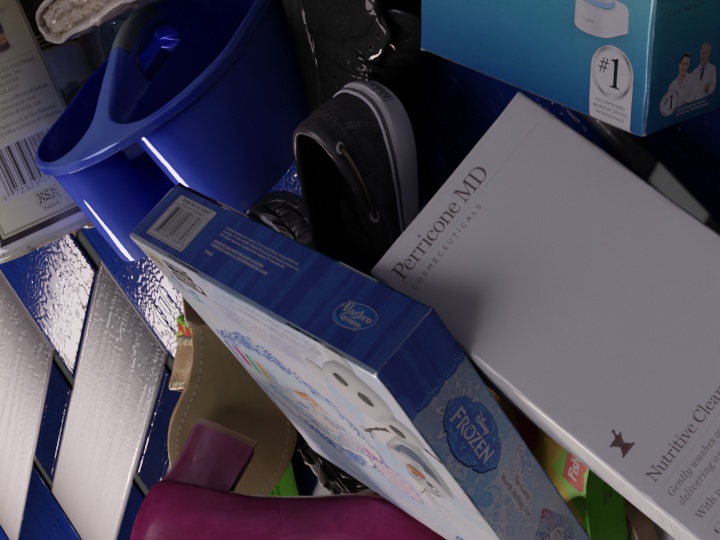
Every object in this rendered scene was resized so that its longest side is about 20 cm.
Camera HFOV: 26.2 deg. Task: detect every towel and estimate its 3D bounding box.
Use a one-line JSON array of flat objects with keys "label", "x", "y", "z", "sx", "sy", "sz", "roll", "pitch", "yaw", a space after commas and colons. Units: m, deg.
[{"label": "towel", "x": -0.098, "y": -0.185, "z": 0.898, "sx": 0.199, "sy": 0.132, "sz": 0.035, "roll": -12, "pitch": 105, "yaw": 57}]

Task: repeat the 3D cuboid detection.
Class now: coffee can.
[{"label": "coffee can", "x": -0.243, "y": -0.111, "z": 0.997, "sx": 0.146, "sy": 0.146, "sz": 0.202, "roll": -12, "pitch": 103, "yaw": 56}]

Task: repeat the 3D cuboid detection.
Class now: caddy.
[{"label": "caddy", "x": -0.106, "y": -0.100, "z": 0.893, "sx": 0.140, "sy": 0.201, "sz": 0.105, "roll": -20, "pitch": 117, "yaw": 27}]

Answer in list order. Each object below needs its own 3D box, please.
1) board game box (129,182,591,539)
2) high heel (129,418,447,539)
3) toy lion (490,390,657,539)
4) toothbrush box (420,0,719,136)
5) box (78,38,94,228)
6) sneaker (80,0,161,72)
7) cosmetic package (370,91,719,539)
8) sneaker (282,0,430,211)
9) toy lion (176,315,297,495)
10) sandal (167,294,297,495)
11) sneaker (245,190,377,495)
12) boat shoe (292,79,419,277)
[{"label": "board game box", "x": 0.001, "y": 0.059, "z": 0.766, "sx": 0.199, "sy": 0.043, "sz": 0.199, "roll": 27, "pitch": 159, "yaw": 46}, {"label": "high heel", "x": -0.029, "y": 0.165, "z": 0.867, "sx": 0.198, "sy": 0.097, "sz": 0.068, "roll": 22, "pitch": 157, "yaw": 11}, {"label": "toy lion", "x": 0.088, "y": 0.072, "z": 0.849, "sx": 0.192, "sy": 0.068, "sz": 0.202, "roll": 45, "pitch": 140, "yaw": 43}, {"label": "toothbrush box", "x": 0.102, "y": -0.180, "z": 0.662, "sx": 0.146, "sy": 0.085, "sz": 0.202, "roll": 28, "pitch": 130, "yaw": 45}, {"label": "box", "x": -0.197, "y": -0.139, "z": 1.108, "sx": 0.068, "sy": 0.082, "sz": 0.202, "roll": 16, "pitch": 122, "yaw": 50}, {"label": "sneaker", "x": -0.124, "y": -0.121, "z": 1.033, "sx": 0.081, "sy": 0.074, "sz": 0.202, "roll": 5, "pitch": 120, "yaw": 44}, {"label": "cosmetic package", "x": 0.116, "y": 0.028, "z": 0.685, "sx": 0.199, "sy": 0.113, "sz": 0.081, "roll": 37, "pitch": 175, "yaw": 19}, {"label": "sneaker", "x": 0.011, "y": -0.120, "z": 0.843, "sx": 0.104, "sy": 0.060, "sz": 0.202, "roll": -9, "pitch": 100, "yaw": 55}, {"label": "toy lion", "x": -0.078, "y": 0.128, "z": 1.068, "sx": 0.191, "sy": 0.068, "sz": 0.202, "roll": -162, "pitch": 57, "yaw": -70}, {"label": "sandal", "x": -0.075, "y": 0.047, "z": 0.912, "sx": 0.070, "sy": 0.077, "sz": 0.213, "roll": -94, "pitch": 6, "yaw": -51}, {"label": "sneaker", "x": -0.012, "y": 0.048, "z": 0.955, "sx": 0.073, "sy": 0.079, "sz": 0.202, "roll": -21, "pitch": 80, "yaw": 14}, {"label": "boat shoe", "x": 0.000, "y": 0.000, "z": 0.835, "sx": 0.070, "sy": 0.066, "sz": 0.202, "roll": 24, "pitch": 132, "yaw": 40}]
